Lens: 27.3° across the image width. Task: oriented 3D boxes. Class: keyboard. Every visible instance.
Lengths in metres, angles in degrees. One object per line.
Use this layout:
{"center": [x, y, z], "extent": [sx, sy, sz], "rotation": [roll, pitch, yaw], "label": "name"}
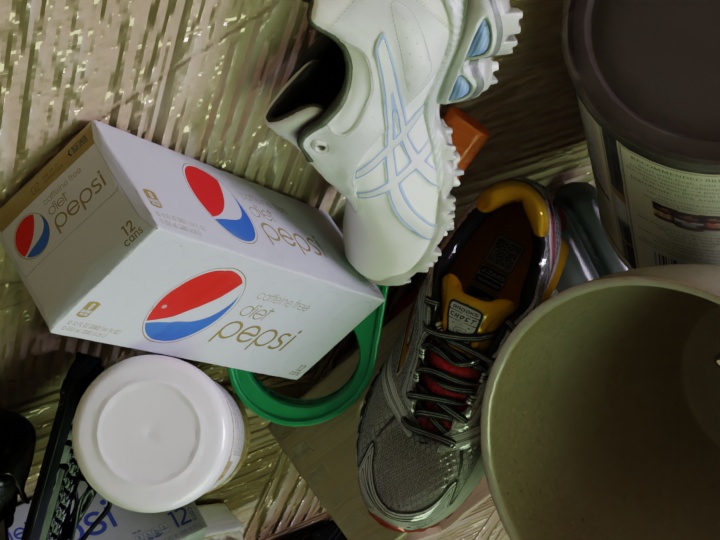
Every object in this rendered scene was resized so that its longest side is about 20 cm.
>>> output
{"center": [-0.151, 0.137, 0.743], "extent": [0.104, 0.040, 0.200], "rotation": [-108, -144, -77], "label": "keyboard"}

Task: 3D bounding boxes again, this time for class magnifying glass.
{"center": [0.000, 0.000, 0.784], "extent": [0.200, 0.080, 0.022], "rotation": [-53, -170, 20], "label": "magnifying glass"}

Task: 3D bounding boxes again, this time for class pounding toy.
{"center": [0.021, 0.082, 0.895], "extent": [0.200, 0.142, 0.184], "rotation": [-40, 165, 9], "label": "pounding toy"}

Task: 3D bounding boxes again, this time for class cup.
{"center": [0.183, 0.079, 0.744], "extent": [0.143, 0.200, 0.200], "rotation": [-25, 157, -48], "label": "cup"}

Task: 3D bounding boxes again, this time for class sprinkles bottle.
{"center": [-0.092, 0.080, 0.727], "extent": [0.068, 0.068, 0.200], "rotation": [-32, 175, -4], "label": "sprinkles bottle"}

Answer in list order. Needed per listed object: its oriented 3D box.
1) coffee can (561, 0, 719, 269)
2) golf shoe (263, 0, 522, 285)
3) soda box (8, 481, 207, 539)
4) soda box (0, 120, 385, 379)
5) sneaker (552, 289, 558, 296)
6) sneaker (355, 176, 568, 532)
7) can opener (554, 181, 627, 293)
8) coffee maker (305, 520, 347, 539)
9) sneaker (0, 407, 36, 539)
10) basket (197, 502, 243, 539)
{"center": [0.185, -0.081, 0.758], "extent": [0.146, 0.146, 0.200], "rotation": [-34, 156, 0], "label": "coffee can"}
{"center": [-0.001, -0.066, 0.664], "extent": [0.097, 0.078, 0.200], "rotation": [-9, 141, -19], "label": "golf shoe"}
{"center": [-0.191, 0.177, 0.855], "extent": [0.200, 0.064, 0.068], "rotation": [-23, 154, -24], "label": "soda box"}
{"center": [-0.071, -0.003, 0.680], "extent": [0.068, 0.064, 0.200], "rotation": [-41, 155, 16], "label": "soda box"}
{"center": [0.168, 0.027, 1.032], "extent": [0.100, 0.069, 0.200], "rotation": [-61, 158, -47], "label": "sneaker"}
{"center": [0.047, 0.039, 0.777], "extent": [0.082, 0.078, 0.200], "rotation": [48, 62, -76], "label": "sneaker"}
{"center": [0.156, 0.037, 0.937], "extent": [0.053, 0.200, 0.067], "rotation": [-37, -161, -21], "label": "can opener"}
{"center": [-0.051, 0.305, 1.174], "extent": [0.200, 0.135, 0.192], "rotation": [-43, 154, 20], "label": "coffee maker"}
{"center": [-0.193, 0.111, 0.730], "extent": [0.090, 0.067, 0.200], "rotation": [-29, 153, -7], "label": "sneaker"}
{"center": [-0.156, 0.265, 0.984], "extent": [0.200, 0.123, 0.135], "rotation": [-47, 153, 24], "label": "basket"}
